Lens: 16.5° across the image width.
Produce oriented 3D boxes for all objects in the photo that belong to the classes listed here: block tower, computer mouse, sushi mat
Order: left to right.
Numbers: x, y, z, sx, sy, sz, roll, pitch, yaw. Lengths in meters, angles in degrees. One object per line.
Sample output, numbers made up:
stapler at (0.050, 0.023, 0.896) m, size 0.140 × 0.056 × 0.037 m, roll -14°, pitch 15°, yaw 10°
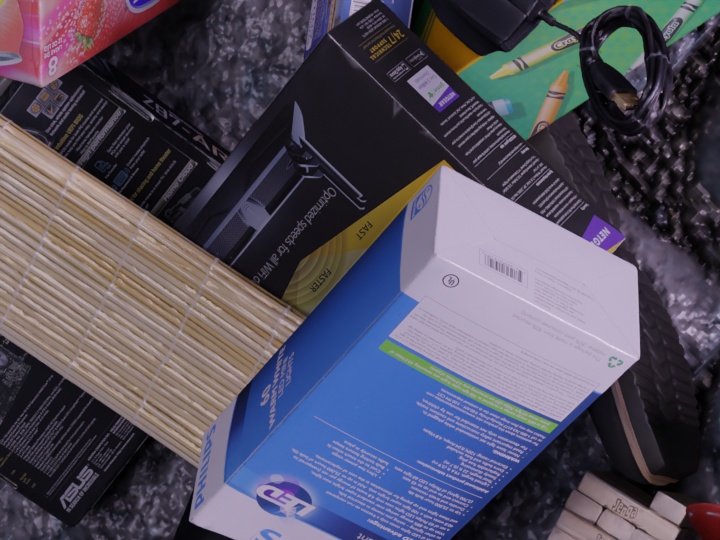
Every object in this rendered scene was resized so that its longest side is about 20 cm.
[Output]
sushi mat at (-0.121, 0.012, 1.167) m, size 0.200 × 0.012 × 0.096 m, roll 33°, pitch 114°, yaw 16°
computer mouse at (0.075, -0.111, 1.066) m, size 0.059 × 0.034 × 0.200 m, roll -54°, pitch 34°, yaw 6°
block tower at (0.092, 0.186, 1.172) m, size 0.058 × 0.054 × 0.200 m, roll 31°, pitch 96°, yaw 20°

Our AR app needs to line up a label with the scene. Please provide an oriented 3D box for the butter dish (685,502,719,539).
butter dish at (0.260, 0.100, 1.055) m, size 0.199 × 0.199 × 0.148 m, roll 15°, pitch 74°, yaw 23°

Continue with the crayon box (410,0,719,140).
crayon box at (0.109, -0.151, 1.138) m, size 0.200 × 0.058 × 0.119 m, roll -33°, pitch 40°, yaw 33°

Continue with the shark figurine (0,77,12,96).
shark figurine at (-0.207, -0.093, 1.300) m, size 0.128 × 0.089 × 0.215 m, roll 43°, pitch 103°, yaw 18°

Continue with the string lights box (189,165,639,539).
string lights box at (0.020, 0.056, 1.072) m, size 0.200 × 0.103 × 0.059 m, roll -47°, pitch 24°, yaw 37°

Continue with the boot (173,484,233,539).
boot at (-0.076, 0.137, 1.182) m, size 0.076 × 0.168 × 0.201 m, roll 14°, pitch 90°, yaw 22°

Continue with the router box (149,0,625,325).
router box at (0.000, 0.000, 1.142) m, size 0.157 × 0.052 × 0.200 m, roll 45°, pitch 127°, yaw 3°

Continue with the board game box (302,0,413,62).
board game box at (0.011, -0.200, 1.197) m, size 0.034 × 0.135 × 0.201 m, roll 9°, pitch 89°, yaw -8°

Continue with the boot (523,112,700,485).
boot at (0.070, 0.031, 1.192) m, size 0.138 × 0.077 × 0.200 m, roll -29°, pitch 62°, yaw 21°

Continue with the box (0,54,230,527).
box at (-0.148, 0.006, 1.246) m, size 0.160 × 0.044 × 0.200 m, roll 35°, pitch 101°, yaw -14°

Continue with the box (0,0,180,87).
box at (-0.143, -0.175, 1.211) m, size 0.102 × 0.200 × 0.095 m, roll 16°, pitch 121°, yaw 22°
